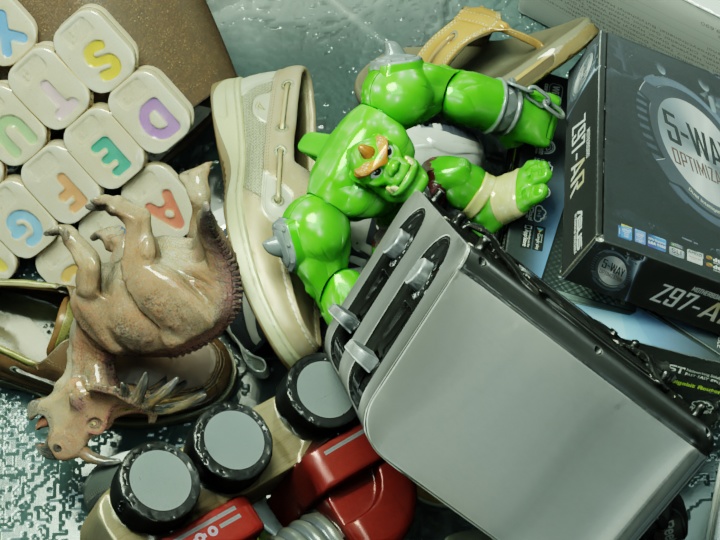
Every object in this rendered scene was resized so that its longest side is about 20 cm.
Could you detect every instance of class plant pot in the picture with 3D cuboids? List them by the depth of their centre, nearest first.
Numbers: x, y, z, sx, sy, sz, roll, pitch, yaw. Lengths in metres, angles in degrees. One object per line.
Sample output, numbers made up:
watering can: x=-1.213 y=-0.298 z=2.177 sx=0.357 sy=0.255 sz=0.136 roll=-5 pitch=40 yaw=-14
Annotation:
plant pot: x=-0.176 y=-0.160 z=1.526 sx=0.187 sy=0.187 sz=0.200 roll=-40 pitch=86 yaw=-13

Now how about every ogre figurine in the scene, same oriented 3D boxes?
ogre figurine: x=0.024 y=-0.039 z=1.386 sx=0.120 sy=0.098 sz=0.200 roll=34 pitch=100 yaw=-20

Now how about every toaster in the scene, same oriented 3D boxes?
toaster: x=0.082 y=0.064 z=1.273 sx=0.200 sy=0.181 sz=0.119 roll=36 pitch=96 yaw=-14

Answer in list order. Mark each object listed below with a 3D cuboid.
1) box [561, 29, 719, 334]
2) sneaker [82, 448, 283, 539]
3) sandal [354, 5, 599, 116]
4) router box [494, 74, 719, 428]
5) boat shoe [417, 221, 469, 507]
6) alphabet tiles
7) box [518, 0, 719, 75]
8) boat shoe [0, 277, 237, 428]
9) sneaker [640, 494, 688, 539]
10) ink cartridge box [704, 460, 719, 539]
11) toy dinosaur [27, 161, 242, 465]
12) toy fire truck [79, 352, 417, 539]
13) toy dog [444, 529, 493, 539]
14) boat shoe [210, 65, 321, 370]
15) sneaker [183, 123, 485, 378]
box: x=0.215 y=-0.037 z=1.408 sx=0.199 sy=0.044 sz=0.161 roll=20 pitch=50 yaw=-16
sneaker: x=-0.080 y=0.172 z=1.410 sx=0.199 sy=0.075 sz=0.085 roll=23 pitch=49 yaw=12
sandal: x=0.060 y=-0.134 z=1.492 sx=0.080 sy=0.200 sz=0.054 roll=-42 pitch=115 yaw=-31
router box: x=0.157 y=-0.016 z=1.452 sx=0.149 sy=0.062 sz=0.200 roll=14 pitch=51 yaw=-3
boat shoe: x=0.072 y=0.045 z=1.474 sx=0.074 sy=0.062 sz=0.201 roll=14 pitch=67 yaw=11
alphabet tiles: x=-0.199 y=-0.072 z=1.482 sx=0.200 sy=0.015 sz=0.196 roll=-36 pitch=103 yaw=26
box: x=0.231 y=-0.224 z=1.540 sx=0.200 sy=0.131 sz=0.199 roll=29 pitch=72 yaw=15
boat shoe: x=-0.176 y=0.047 z=1.482 sx=0.199 sy=0.068 sz=0.072 roll=7 pitch=66 yaw=5
sneaker: x=0.136 y=0.152 z=1.420 sx=0.098 sy=0.071 sz=0.201 roll=30 pitch=71 yaw=17
ink cartridge box: x=0.287 y=0.186 z=1.357 sx=0.199 sy=0.145 sz=0.146 roll=12 pitch=69 yaw=7
toy dinosaur: x=-0.115 y=0.024 z=1.393 sx=0.086 sy=0.200 sz=0.136 roll=-16 pitch=80 yaw=-47
toy fire truck: x=-0.031 y=0.164 z=1.326 sx=0.176 sy=0.129 sz=0.200 roll=-27 pitch=77 yaw=-30
toy dog: x=0.094 y=0.252 z=1.334 sx=0.139 sy=0.194 sz=0.201 roll=21 pitch=100 yaw=15
boat shoe: x=-0.042 y=-0.036 z=1.433 sx=0.065 sy=0.072 sz=0.201 roll=-16 pitch=57 yaw=9
sneaker: x=0.000 y=0.000 z=1.488 sx=0.198 sy=0.080 sz=0.130 roll=-21 pitch=69 yaw=-5
